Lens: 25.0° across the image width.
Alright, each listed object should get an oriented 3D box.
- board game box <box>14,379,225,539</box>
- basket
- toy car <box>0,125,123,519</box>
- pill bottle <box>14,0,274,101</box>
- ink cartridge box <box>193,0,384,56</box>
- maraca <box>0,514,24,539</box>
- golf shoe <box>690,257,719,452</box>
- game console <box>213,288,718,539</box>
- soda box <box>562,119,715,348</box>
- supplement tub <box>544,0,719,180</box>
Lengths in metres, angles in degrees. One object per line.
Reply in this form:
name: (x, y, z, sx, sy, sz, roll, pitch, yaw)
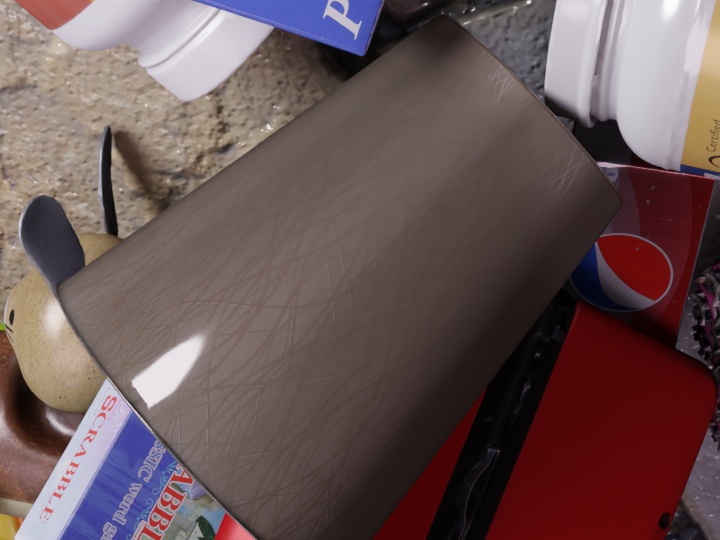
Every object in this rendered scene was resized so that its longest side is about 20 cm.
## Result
board game box: (-0.043, 0.096, 0.830, 0.199, 0.200, 0.041, 38, 162, -34)
basket: (0.000, 0.000, 0.690, 0.200, 0.136, 0.180, -45, 73, 2)
toy car: (-0.158, 0.032, 0.844, 0.157, 0.164, 0.201, 12, 122, 8)
pill bottle: (-0.122, -0.166, 0.681, 0.200, 0.112, 0.112, 40, 128, -22)
ink cartridge box: (-0.012, -0.189, 0.594, 0.094, 0.044, 0.201, 15, 103, -16)
maraca: (-0.206, 0.157, 0.999, 0.137, 0.107, 0.200, 36, 139, -12)
golf shoe: (0.218, 0.042, 0.812, 0.092, 0.073, 0.200, -24, 146, 0)
game console: (0.048, 0.103, 0.776, 0.172, 0.201, 0.119, 20, 174, 29)
soda box: (0.128, 0.006, 0.813, 0.070, 0.064, 0.200, 9, 133, 6)
supplement tub: (0.183, -0.099, 0.641, 0.199, 0.145, 0.145, 14, 134, 12)
